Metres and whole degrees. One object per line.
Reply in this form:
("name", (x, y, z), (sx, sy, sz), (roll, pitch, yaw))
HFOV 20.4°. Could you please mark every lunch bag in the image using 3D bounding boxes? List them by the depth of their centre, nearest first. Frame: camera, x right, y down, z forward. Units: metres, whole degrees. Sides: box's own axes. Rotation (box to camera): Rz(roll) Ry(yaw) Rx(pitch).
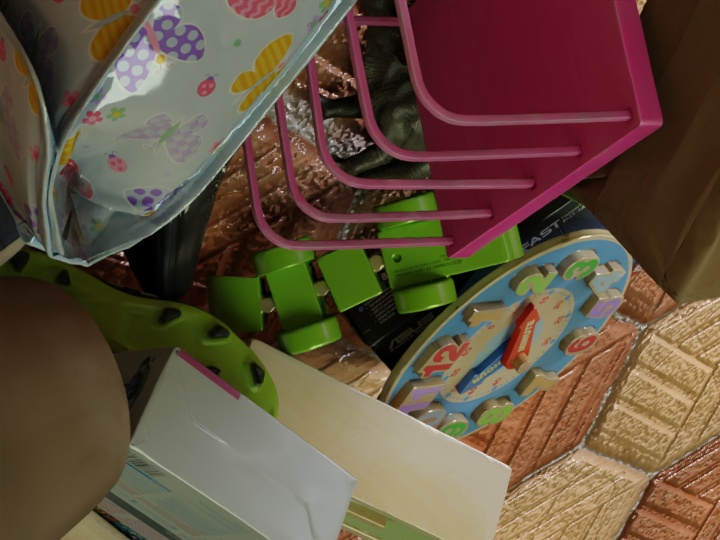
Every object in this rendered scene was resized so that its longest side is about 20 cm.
("lunch bag", (-0.120, -0.124, 0.912), (0.127, 0.170, 0.200), (16, 122, -48))

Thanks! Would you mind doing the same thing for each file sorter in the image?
("file sorter", (0.030, -0.099, 0.970), (0.124, 0.140, 0.200), (-3, 164, -25))

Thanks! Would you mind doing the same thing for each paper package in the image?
("paper package", (0.224, -0.090, 0.948), (0.199, 0.104, 0.192), (-11, 140, -33))

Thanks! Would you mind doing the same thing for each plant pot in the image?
("plant pot", (-0.209, 0.084, 0.939), (0.173, 0.200, 0.201), (-21, 145, -43))

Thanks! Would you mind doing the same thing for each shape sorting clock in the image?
("shape sorting clock", (0.095, 0.049, 1.286), (0.199, 0.039, 0.201), (-26, 150, -16))

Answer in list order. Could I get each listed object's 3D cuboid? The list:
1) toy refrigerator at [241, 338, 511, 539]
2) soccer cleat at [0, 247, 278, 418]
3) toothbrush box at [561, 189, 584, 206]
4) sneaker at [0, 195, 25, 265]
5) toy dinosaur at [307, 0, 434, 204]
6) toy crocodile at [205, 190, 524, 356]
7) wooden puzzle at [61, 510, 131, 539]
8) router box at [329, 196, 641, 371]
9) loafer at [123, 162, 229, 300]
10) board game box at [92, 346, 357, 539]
("toy refrigerator", (-0.012, 0.118, 1.231), (0.199, 0.071, 0.076), (29, 157, -25))
("soccer cleat", (-0.137, 0.042, 1.126), (0.199, 0.081, 0.068), (28, 72, -21))
("toothbrush box", (0.162, -0.077, 1.122), (0.199, 0.145, 0.087), (9, 106, -45))
("sneaker", (-0.245, -0.041, 0.987), (0.199, 0.075, 0.085), (-8, 141, -34))
("toy dinosaur", (0.034, -0.084, 1.172), (0.102, 0.077, 0.200), (-25, 142, 8))
("toy crocodile", (0.000, 0.000, 1.203), (0.198, 0.068, 0.062), (-19, -176, 8))
("wooden puzzle", (-0.207, 0.161, 1.148), (0.199, 0.037, 0.185), (-8, 141, 35))
("router box", (0.091, -0.003, 1.313), (0.199, 0.062, 0.150), (-37, 150, 3))
("loafer", (-0.095, -0.060, 1.097), (0.072, 0.073, 0.201), (-22, 145, -26))
("board game box", (-0.124, 0.109, 1.094), (0.199, 0.065, 0.147), (-9, 140, 45))
